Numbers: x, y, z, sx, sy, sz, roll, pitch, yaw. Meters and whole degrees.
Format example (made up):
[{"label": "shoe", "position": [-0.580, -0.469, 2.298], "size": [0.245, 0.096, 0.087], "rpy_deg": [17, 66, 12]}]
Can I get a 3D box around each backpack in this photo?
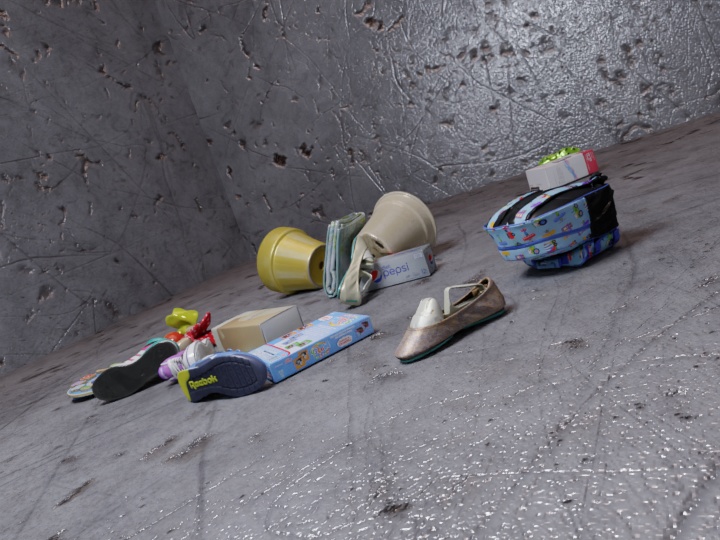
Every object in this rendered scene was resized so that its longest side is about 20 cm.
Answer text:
[{"label": "backpack", "position": [0.324, -0.071, 0.981], "size": [0.198, 0.137, 0.182], "rpy_deg": [-24, 10, -32]}]

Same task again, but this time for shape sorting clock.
[{"label": "shape sorting clock", "position": [-0.621, 0.261, 1.397], "size": [0.197, 0.040, 0.200], "rpy_deg": [-20, 9, 3]}]

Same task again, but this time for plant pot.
[{"label": "plant pot", "position": [-0.179, -0.024, 1.709], "size": [0.187, 0.204, 0.200], "rpy_deg": [9, 25, 38]}, {"label": "plant pot", "position": [0.075, -0.078, 1.488], "size": [0.199, 0.203, 0.183], "rpy_deg": [-12, 22, 42]}]

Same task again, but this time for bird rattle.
[{"label": "bird rattle", "position": [-0.446, 0.180, 1.438], "size": [0.162, 0.114, 0.199], "rpy_deg": [-36, 28, -23]}]

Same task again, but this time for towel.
[{"label": "towel", "position": [-0.039, -0.047, 1.497], "size": [0.047, 0.203, 0.171], "rpy_deg": [14, 20, 21]}]

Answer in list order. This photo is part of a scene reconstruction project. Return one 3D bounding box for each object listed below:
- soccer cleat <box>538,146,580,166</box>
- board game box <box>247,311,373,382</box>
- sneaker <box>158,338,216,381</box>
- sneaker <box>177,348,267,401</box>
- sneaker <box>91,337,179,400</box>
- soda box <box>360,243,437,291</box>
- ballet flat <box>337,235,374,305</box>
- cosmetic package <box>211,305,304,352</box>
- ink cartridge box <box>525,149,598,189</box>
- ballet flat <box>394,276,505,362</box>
[{"label": "soccer cleat", "position": [0.950, -0.537, 2.698], "size": [0.197, 0.069, 0.081], "rpy_deg": [-16, -4, 27]}, {"label": "board game box", "position": [-0.094, 0.131, 1.014], "size": [0.198, 0.037, 0.151], "rpy_deg": [-25, 10, -25]}, {"label": "sneaker", "position": [-0.351, 0.194, 1.128], "size": [0.113, 0.074, 0.200], "rpy_deg": [-25, -1, -9]}, {"label": "sneaker", "position": [-0.225, 0.169, 0.961], "size": [0.198, 0.075, 0.082], "rpy_deg": [-13, 9, 35]}, {"label": "sneaker", "position": [-0.488, 0.212, 1.259], "size": [0.198, 0.085, 0.121], "rpy_deg": [-28, 3, -5]}, {"label": "soda box", "position": [0.079, -0.003, 1.358], "size": [0.197, 0.064, 0.068], "rpy_deg": [-16, 9, 27]}, {"label": "ballet flat", "position": [0.000, 0.000, 1.305], "size": [0.069, 0.070, 0.202], "rpy_deg": [-14, 42, 32]}, {"label": "cosmetic package", "position": [-0.213, 0.129, 1.176], "size": [0.198, 0.072, 0.105], "rpy_deg": [-11, 12, 46]}, {"label": "ink cartridge box", "position": [0.715, -0.353, 2.011], "size": [0.197, 0.087, 0.148], "rpy_deg": [-20, 9, -9]}, {"label": "ballet flat", "position": [0.124, 0.064, 0.829], "size": [0.198, 0.068, 0.068], "rpy_deg": [-24, 9, -25]}]
